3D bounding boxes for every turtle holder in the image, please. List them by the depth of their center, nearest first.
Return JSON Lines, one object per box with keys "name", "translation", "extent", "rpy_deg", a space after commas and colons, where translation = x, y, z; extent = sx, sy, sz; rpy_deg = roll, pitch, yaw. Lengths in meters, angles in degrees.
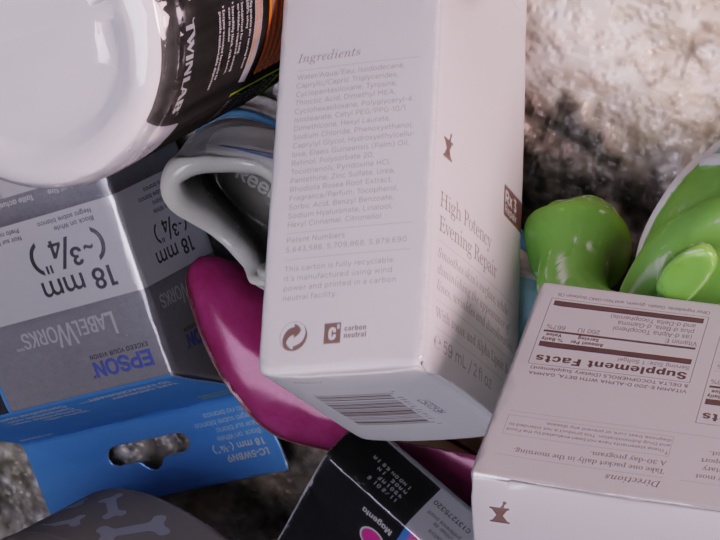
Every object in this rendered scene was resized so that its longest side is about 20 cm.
{"name": "turtle holder", "translation": [0.165, 0.010, 1.005], "extent": [0.185, 0.132, 0.141], "rpy_deg": [-25, 115, 35]}

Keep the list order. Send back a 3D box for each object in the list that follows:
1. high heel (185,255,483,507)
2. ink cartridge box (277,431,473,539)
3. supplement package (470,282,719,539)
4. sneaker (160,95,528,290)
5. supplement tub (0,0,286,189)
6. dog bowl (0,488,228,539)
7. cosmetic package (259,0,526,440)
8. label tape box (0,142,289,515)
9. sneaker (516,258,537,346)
{"name": "high heel", "translation": [0.017, 0.050, 1.120], "extent": [0.200, 0.067, 0.096], "rpy_deg": [44, 122, -10]}
{"name": "ink cartridge box", "translation": [-0.002, 0.154, 1.133], "extent": [0.095, 0.037, 0.200], "rpy_deg": [40, 142, 11]}
{"name": "supplement package", "translation": [0.150, 0.109, 0.927], "extent": [0.199, 0.111, 0.156], "rpy_deg": [7, 129, 16]}
{"name": "sneaker", "translation": [0.000, 0.000, 1.099], "extent": [0.199, 0.087, 0.075], "rpy_deg": [27, 112, 11]}
{"name": "supplement tub", "translation": [-0.088, -0.113, 1.035], "extent": [0.122, 0.200, 0.123], "rpy_deg": [6, 107, 20]}
{"name": "dog bowl", "translation": [-0.083, 0.183, 1.161], "extent": [0.200, 0.059, 0.201], "rpy_deg": [30, 143, 26]}
{"name": "cosmetic package", "translation": [0.017, -0.042, 1.020], "extent": [0.074, 0.102, 0.201], "rpy_deg": [-4, 71, 23]}
{"name": "label tape box", "translation": [-0.134, 0.020, 1.165], "extent": [0.144, 0.063, 0.201], "rpy_deg": [-14, 100, 31]}
{"name": "sneaker", "translation": [0.110, 0.077, 1.051], "extent": [0.074, 0.082, 0.200], "rpy_deg": [-42, 99, 0]}
